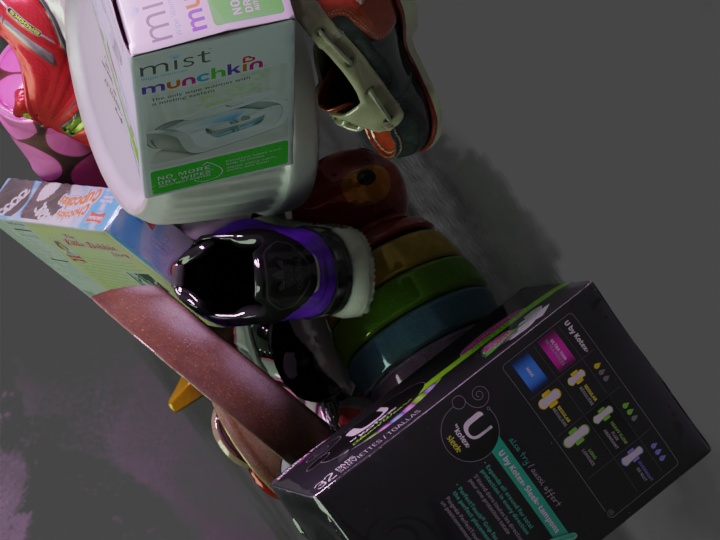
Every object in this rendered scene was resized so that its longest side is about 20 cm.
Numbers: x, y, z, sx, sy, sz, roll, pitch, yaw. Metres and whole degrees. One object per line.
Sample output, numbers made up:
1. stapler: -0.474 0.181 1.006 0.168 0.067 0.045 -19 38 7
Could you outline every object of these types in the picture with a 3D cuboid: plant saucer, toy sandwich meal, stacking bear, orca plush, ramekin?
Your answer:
1. plant saucer: -0.085 0.068 1.645 0.200 0.037 0.200 40 178 2
2. toy sandwich meal: -0.062 0.107 1.884 0.205 0.070 0.206 39 -148 -30
3. stacking bear: 0.024 0.012 1.639 0.200 0.121 0.114 61 162 16
4. orca plush: -0.064 -0.001 1.709 0.105 0.071 0.201 17 -125 -80
5. ramekin: -0.111 -0.123 1.604 0.200 0.105 0.201 165 90 -71

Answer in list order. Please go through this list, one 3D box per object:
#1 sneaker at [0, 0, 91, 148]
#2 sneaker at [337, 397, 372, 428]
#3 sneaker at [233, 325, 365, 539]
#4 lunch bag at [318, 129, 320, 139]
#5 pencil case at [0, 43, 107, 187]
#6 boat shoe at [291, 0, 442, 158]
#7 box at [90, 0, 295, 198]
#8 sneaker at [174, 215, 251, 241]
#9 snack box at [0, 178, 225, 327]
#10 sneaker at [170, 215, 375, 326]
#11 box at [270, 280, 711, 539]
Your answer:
1. sneaker: -0.190 -0.116 1.730 0.200 0.085 0.077 61 -168 -24
2. sneaker: 0.055 0.140 1.737 0.200 0.082 0.077 17 170 -38
3. sneaker: -0.018 0.087 1.802 0.080 0.086 0.201 12 -129 -53
4. lunch bag: -0.114 -0.136 1.823 0.161 0.077 0.200 59 168 -25
5. pencil case: -0.192 -0.094 1.853 0.200 0.090 0.094 66 -164 -55
6. boat shoe: 0.000 -0.114 1.447 0.071 0.063 0.200 47 169 23
7. box: -0.106 -0.172 1.428 0.177 0.096 0.201 95 160 -66
8. sneaker: -0.076 -0.016 1.850 0.074 0.082 0.200 12 -176 22
9. snack box: -0.173 -0.014 1.797 0.116 0.037 0.200 40 164 -28
10. sneaker: -0.080 0.001 1.610 0.200 0.099 0.070 -6 89 59
11. box: 0.072 0.113 1.473 0.124 0.200 0.149 53 169 -5
